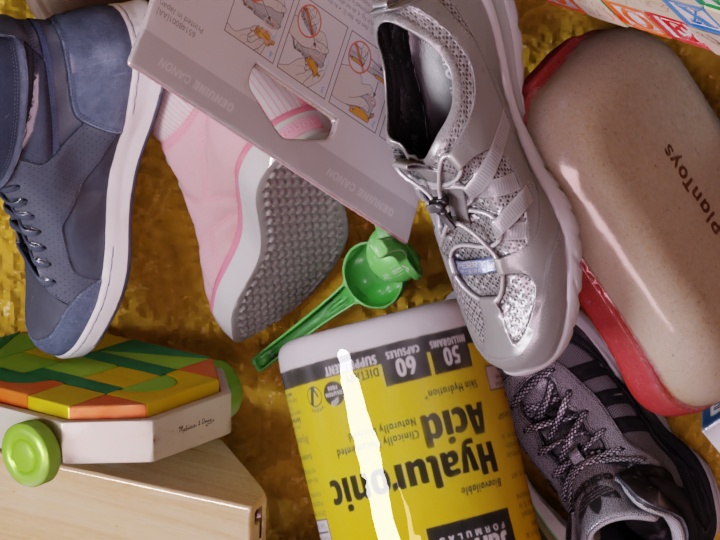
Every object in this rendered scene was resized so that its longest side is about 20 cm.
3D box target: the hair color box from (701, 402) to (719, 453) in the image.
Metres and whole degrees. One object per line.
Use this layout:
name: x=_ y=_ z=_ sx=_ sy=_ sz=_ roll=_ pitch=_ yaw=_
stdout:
hair color box: x=0.285 y=0.053 z=1.474 sx=0.200 sy=0.061 sz=0.100 roll=-37 pitch=102 yaw=19

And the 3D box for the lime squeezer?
lime squeezer: x=0.000 y=0.000 z=1.454 sx=0.070 sy=0.200 sz=0.038 roll=-16 pitch=79 yaw=-24

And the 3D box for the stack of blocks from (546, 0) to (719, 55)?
stack of blocks: x=0.120 y=-0.161 z=1.311 sx=0.115 sy=0.199 sz=0.059 roll=36 pitch=81 yaw=-45

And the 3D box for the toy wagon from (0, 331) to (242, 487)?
toy wagon: x=-0.165 y=0.064 z=1.483 sx=0.199 sy=0.155 sz=0.040 roll=12 pitch=108 yaw=35

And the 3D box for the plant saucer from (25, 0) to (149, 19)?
plant saucer: x=-0.087 y=-0.173 z=1.449 sx=0.198 sy=0.029 sz=0.201 roll=2 pitch=111 yaw=6

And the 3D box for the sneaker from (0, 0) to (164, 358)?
sneaker: x=-0.184 y=-0.040 z=1.409 sx=0.145 sy=0.077 sz=0.203 roll=-8 pitch=126 yaw=-31

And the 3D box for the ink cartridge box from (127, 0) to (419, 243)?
ink cartridge box: x=-0.026 y=-0.134 z=1.348 sx=0.200 sy=0.045 sz=0.177 roll=32 pitch=72 yaw=-40

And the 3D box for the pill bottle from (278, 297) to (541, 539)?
pill bottle: x=0.033 y=0.122 z=1.440 sx=0.111 sy=0.111 sz=0.201 roll=-15 pitch=87 yaw=13

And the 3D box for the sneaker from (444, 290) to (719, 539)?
sneaker: x=0.116 y=0.093 z=1.482 sx=0.075 sy=0.114 sz=0.200 roll=-41 pitch=102 yaw=19

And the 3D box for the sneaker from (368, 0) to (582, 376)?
sneaker: x=0.044 y=-0.044 z=1.343 sx=0.074 sy=0.082 sz=0.201 roll=-13 pitch=95 yaw=43

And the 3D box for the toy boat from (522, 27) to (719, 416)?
toy boat: x=0.127 y=-0.016 z=1.450 sx=0.130 sy=0.131 sz=0.201 roll=-20 pitch=110 yaw=46

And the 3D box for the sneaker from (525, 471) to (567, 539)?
sneaker: x=0.064 y=0.154 z=1.515 sx=0.200 sy=0.089 sz=0.077 roll=39 pitch=137 yaw=-8

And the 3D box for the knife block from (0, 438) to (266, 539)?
knife block: x=-0.160 y=0.122 z=1.500 sx=0.174 sy=0.200 sz=0.064 roll=-8 pitch=114 yaw=-22

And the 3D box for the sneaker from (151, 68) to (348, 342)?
sneaker: x=-0.062 y=-0.050 z=1.456 sx=0.075 sy=0.201 sz=0.105 roll=-31 pitch=67 yaw=-21
